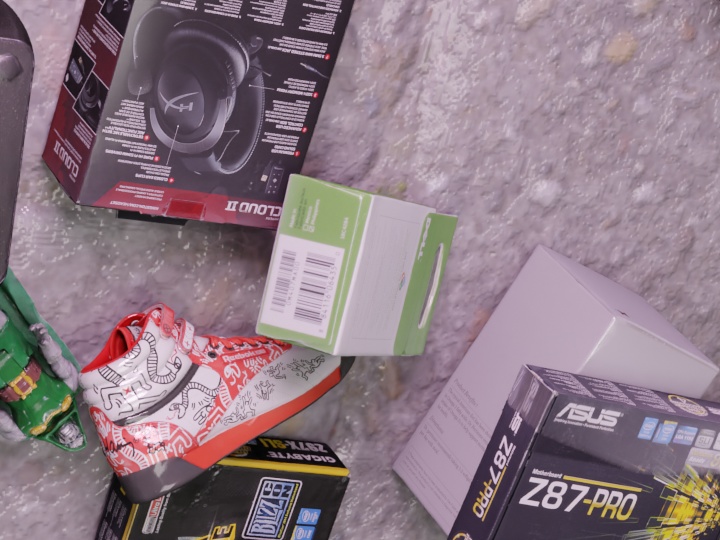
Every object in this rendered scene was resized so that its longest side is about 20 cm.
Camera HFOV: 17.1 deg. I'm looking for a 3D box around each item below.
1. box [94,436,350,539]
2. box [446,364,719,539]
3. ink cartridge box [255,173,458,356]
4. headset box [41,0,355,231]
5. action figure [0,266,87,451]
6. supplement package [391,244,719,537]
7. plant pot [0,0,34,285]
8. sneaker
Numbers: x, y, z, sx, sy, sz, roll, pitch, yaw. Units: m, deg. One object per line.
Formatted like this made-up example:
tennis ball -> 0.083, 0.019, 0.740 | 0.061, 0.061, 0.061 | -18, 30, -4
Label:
box -> -0.111, 0.210, 1.686 | 0.159, 0.049, 0.201 | 8, 112, -32
box -> 0.167, 0.158, 1.654 | 0.199, 0.049, 0.162 | 13, 107, -33
ink cartridge box -> 0.000, 0.000, 1.579 | 0.200, 0.059, 0.105 | 7, 97, -72
headset box -> -0.102, -0.118, 1.494 | 0.148, 0.077, 0.201 | 6, 114, -29
action figure -> -0.234, 0.054, 1.537 | 0.118, 0.055, 0.200 | -42, 131, -4
supplement package -> 0.138, 0.106, 1.714 | 0.117, 0.117, 0.201 | 26, 103, -34
plant pot -> -0.279, -0.071, 1.332 | 0.199, 0.177, 0.201 | 7, 93, -31
sneaker -> -0.096, 0.061, 1.597 | 0.201, 0.067, 0.109 | -32, 101, -32
